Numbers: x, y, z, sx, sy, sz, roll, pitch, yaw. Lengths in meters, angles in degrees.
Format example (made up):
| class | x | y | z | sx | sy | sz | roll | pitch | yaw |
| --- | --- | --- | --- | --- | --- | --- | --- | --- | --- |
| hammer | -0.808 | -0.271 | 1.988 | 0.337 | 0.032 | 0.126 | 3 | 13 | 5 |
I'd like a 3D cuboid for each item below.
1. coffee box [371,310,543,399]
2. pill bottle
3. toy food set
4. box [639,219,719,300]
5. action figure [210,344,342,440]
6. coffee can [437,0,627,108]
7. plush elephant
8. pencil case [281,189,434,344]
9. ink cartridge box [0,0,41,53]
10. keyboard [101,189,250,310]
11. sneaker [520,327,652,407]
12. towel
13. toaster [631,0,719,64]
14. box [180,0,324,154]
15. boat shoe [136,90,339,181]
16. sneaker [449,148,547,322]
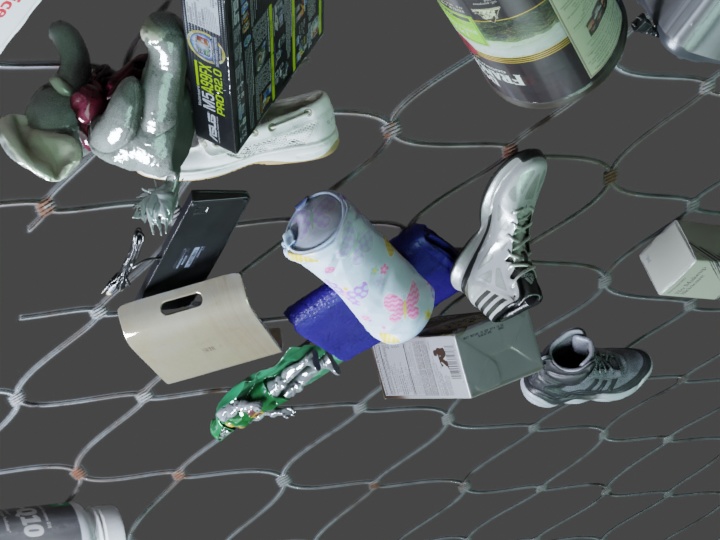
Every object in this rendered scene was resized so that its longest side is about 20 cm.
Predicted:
| class | x | y | z | sx | sy | sz | roll | pitch | yaw |
| --- | --- | --- | --- | --- | --- | --- | --- | --- | --- |
| coffee box | 0.112 | 0.102 | 1.886 | 0.112 | 0.081 | 0.199 | -18 | -175 | -29 |
| pill bottle | -0.413 | 0.362 | 2.037 | 0.198 | 0.114 | 0.113 | -2 | 145 | -31 |
| toy food set | -0.176 | 0.061 | 1.762 | 0.142 | 0.061 | 0.200 | -15 | 157 | 5 |
| box | 0.466 | -0.010 | 2.053 | 0.198 | 0.069 | 0.082 | 3 | 142 | -36 |
| action figure | -0.117 | 0.158 | 1.968 | 0.199 | 0.055 | 0.118 | -35 | 150 | 28 |
| coffee can | 0.142 | -0.255 | 1.385 | 0.145 | 0.148 | 0.200 | -28 | 148 | 11 |
| plush elephant | -0.219 | -0.145 | 1.349 | 0.153 | 0.165 | 0.203 | 15 | 109 | 6 |
| pencil case | 0.000 | 0.000 | 1.710 | 0.091 | 0.083 | 0.200 | -44 | 131 | 3 |
| ink cartridge box | -0.343 | -0.238 | 1.165 | 0.199 | 0.085 | 0.145 | 13 | 135 | -43 |
| keyboard | -0.203 | -0.019 | 1.665 | 0.126 | 0.021 | 0.201 | -7 | 146 | -35 |
| sneaker | 0.325 | 0.130 | 2.174 | 0.197 | 0.076 | 0.114 | -10 | 150 | -15 |
| towel | 0.022 | 0.023 | 1.848 | 0.199 | 0.050 | 0.147 | -33 | 145 | 15 |
| toaster | 0.363 | -0.278 | 1.526 | 0.198 | 0.114 | 0.130 | 4 | 138 | -33 |
| box | -0.085 | -0.218 | 1.305 | 0.161 | 0.044 | 0.201 | -58 | 165 | -28 |
| boat shoe | -0.121 | -0.136 | 1.494 | 0.197 | 0.071 | 0.070 | -11 | 123 | -4 |
| sneaker | 0.183 | -0.029 | 1.764 | 0.075 | 0.115 | 0.202 | -5 | 130 | -40 |
